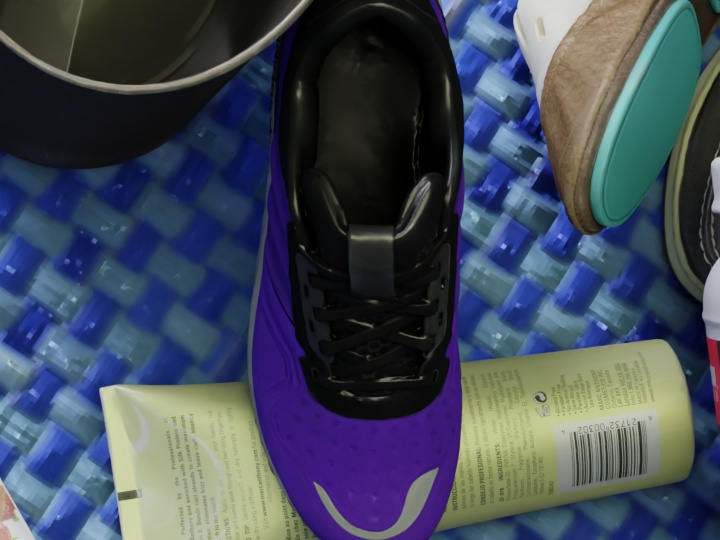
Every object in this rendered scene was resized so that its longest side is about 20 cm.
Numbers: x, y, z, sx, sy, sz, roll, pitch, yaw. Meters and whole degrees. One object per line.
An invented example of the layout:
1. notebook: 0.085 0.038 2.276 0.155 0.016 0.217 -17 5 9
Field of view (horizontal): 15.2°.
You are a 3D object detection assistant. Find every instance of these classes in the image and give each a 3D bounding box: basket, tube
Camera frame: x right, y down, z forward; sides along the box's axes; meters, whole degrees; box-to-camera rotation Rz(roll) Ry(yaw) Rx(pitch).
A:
1. basket: -0.081 -0.112 0.864 0.136 0.200 0.181 12 73 -9
2. tube: 0.013 0.062 0.929 0.199 0.052 0.058 -9 44 -11

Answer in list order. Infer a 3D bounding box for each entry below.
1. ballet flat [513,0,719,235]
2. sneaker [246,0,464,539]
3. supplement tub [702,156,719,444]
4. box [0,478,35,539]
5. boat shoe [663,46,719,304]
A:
1. ballet flat: 0.101 -0.101 0.978 0.072 0.068 0.200 20 67 25
2. sneaker: -0.001 0.000 0.851 0.069 0.100 0.201 -2 97 -4
3. supplement tub: 0.189 0.054 0.899 0.140 0.140 0.201 -8 93 -14
4. box: -0.139 0.076 0.892 0.039 0.041 0.200 -29 85 -18
5. boat shoe: 0.171 -0.078 0.984 0.073 0.065 0.201 27 74 -7
